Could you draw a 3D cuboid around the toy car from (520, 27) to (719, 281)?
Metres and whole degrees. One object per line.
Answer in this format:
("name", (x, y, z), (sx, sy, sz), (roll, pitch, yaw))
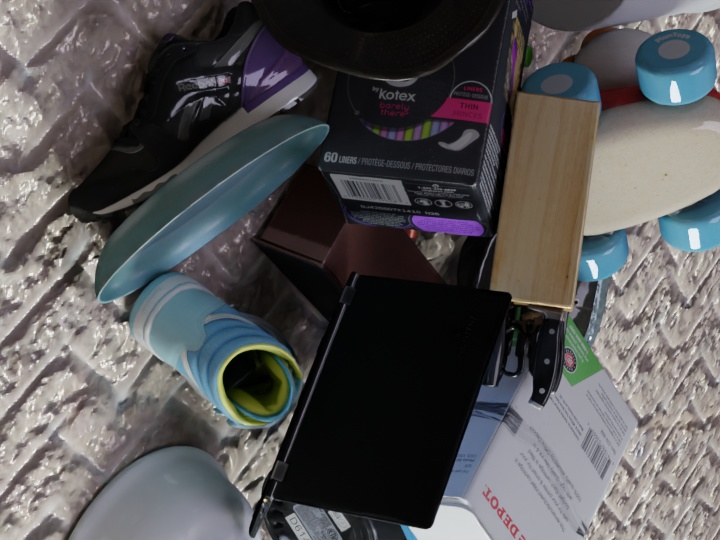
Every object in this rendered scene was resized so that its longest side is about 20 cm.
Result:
("toy car", (0.203, -0.131, 1.503), (0.176, 0.200, 0.185), (-16, 130, 2))

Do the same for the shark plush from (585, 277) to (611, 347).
("shark plush", (0.229, -0.021, 1.683), (0.091, 0.083, 0.200), (18, 120, -27))

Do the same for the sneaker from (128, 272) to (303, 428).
("sneaker", (-0.078, 0.083, 1.379), (0.080, 0.130, 0.200), (-55, 145, 1))

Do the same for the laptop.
("laptop", (0.010, 0.110, 1.368), (0.200, 0.116, 0.188), (114, -2, -67))

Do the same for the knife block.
("knife block", (0.130, -0.006, 1.355), (0.176, 0.064, 0.200), (-77, 172, -46))

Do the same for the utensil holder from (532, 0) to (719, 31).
("utensil holder", (0.228, -0.291, 1.555), (0.200, 0.170, 0.170), (-19, 124, -44))

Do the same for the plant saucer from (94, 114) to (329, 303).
("plant saucer", (-0.108, -0.048, 1.272), (0.200, 0.027, 0.200), (-38, 176, -3))

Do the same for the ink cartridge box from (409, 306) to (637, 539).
("ink cartridge box", (0.122, 0.149, 1.456), (0.146, 0.084, 0.200), (55, 50, -30))

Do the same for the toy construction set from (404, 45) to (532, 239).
("toy construction set", (0.085, -0.116, 1.525), (0.131, 0.092, 0.201), (-16, 128, -67))

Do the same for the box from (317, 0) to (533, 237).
("box", (0.052, -0.139, 1.372), (0.106, 0.122, 0.201), (63, 36, -66))

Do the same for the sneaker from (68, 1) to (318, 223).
("sneaker", (-0.132, -0.113, 1.271), (0.200, 0.076, 0.088), (-37, 104, -21))

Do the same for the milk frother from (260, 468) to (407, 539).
("milk frother", (0.000, 0.201, 1.553), (0.188, 0.200, 0.181), (-31, 106, -45))

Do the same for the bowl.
("bowl", (-0.139, 0.245, 1.435), (0.201, 0.090, 0.202), (-31, 132, -42))

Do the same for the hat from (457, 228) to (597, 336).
("hat", (0.131, 0.005, 1.605), (0.200, 0.081, 0.201), (-26, 128, -39))

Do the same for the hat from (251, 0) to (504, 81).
("hat", (0.012, -0.201, 1.302), (0.201, 0.200, 0.081), (-52, 160, -20))

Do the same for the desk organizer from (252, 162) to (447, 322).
("desk organizer", (0.000, 0.000, 1.498), (0.077, 0.072, 0.200), (-60, 146, -14))

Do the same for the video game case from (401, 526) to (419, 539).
("video game case", (0.106, 0.180, 1.513), (0.200, 0.018, 0.143), (-44, 119, -41))
